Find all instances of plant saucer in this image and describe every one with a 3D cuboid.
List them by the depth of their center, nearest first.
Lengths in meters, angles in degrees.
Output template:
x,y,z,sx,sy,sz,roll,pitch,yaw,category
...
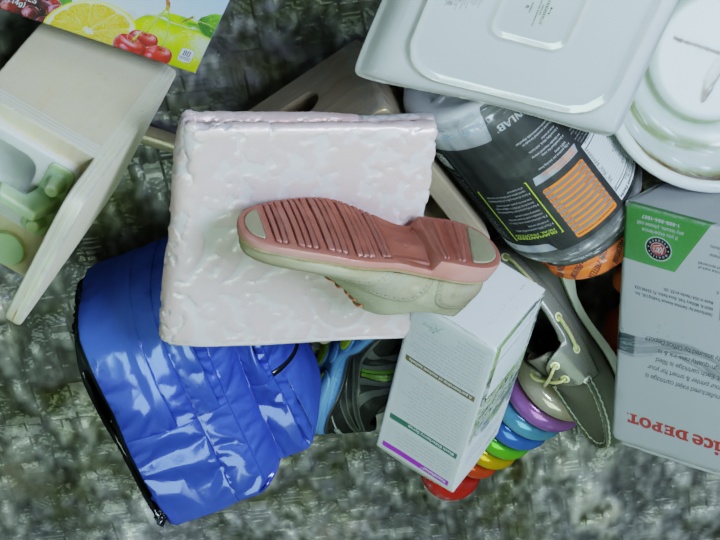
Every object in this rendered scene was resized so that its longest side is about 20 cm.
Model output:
x,y,z,sx,sy,sz,roll,pitch,yaw,category
0.268,-0.158,1.605,0.200,0.050,0.200,-4,112,-10,plant saucer

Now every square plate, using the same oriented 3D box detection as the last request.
x,y,z,sx,sy,sz,roll,pitch,yaw,category
0.118,-0.180,1.462,0.198,0.028,0.200,12,130,-13,square plate

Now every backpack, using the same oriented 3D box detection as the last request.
x,y,z,sx,sy,sz,roll,pitch,yaw,category
-0.133,0.068,1.751,0.168,0.163,0.200,-25,116,8,backpack

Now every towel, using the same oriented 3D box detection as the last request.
x,y,z,sx,sy,sz,roll,pitch,yaw,category
-0.047,-0.031,1.577,0.191,0.032,0.200,-2,127,-14,towel

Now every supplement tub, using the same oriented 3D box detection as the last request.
x,y,z,sx,sy,sz,roll,pitch,yaw,category
0.131,-0.091,1.635,0.122,0.123,0.200,-26,128,20,supplement tub

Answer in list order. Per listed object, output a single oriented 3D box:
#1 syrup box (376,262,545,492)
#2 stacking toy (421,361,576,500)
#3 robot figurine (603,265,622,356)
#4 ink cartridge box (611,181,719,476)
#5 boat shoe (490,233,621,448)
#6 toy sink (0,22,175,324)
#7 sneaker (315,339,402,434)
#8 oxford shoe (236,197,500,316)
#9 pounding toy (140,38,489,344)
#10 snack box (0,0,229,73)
x,y,z,sx,sy,sz,roll,pitch,yaw,category
0.077,0.079,1.730,0.081,0.079,0.200,32,143,14,syrup box
0.118,0.138,1.869,0.085,0.085,0.200,24,133,-22,stacking toy
0.281,0.049,1.771,0.200,0.144,0.117,-38,143,28,robot figurine
0.274,0.046,1.638,0.147,0.083,0.200,18,118,33,ink cartridge box
0.156,0.058,1.748,0.072,0.060,0.202,-17,100,58,boat shoe
-0.236,-0.080,1.568,0.112,0.200,0.130,30,127,-3,toy sink
0.014,0.068,1.816,0.083,0.071,0.200,8,137,-18,sneaker
0.000,0.000,1.550,0.200,0.071,0.074,10,127,-22,oxford shoe
-0.044,-0.067,1.661,0.200,0.142,0.184,-32,127,11,pounding toy
-0.178,-0.247,1.519,0.200,0.068,0.169,17,128,-18,snack box
